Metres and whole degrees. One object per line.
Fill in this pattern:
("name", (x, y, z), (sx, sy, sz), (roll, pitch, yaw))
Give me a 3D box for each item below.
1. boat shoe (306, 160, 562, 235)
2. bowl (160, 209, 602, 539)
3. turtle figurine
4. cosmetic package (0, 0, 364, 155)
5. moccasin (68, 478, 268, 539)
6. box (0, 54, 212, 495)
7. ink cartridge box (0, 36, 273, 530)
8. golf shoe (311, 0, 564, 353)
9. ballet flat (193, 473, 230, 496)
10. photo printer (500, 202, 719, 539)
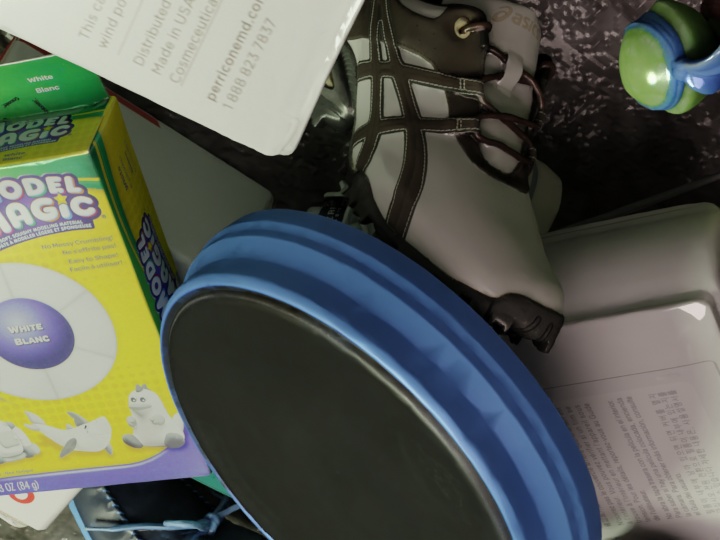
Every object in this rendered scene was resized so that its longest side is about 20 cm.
("boat shoe", (0.000, 0.000, 0.808), (0.071, 0.070, 0.201), (38, 128, -26))
("bowl", (0.001, 0.069, 0.690), (0.200, 0.039, 0.201), (32, 147, 24))
("turtle figurine", (0.172, -0.108, 0.685), (0.193, 0.200, 0.145), (-10, 84, -11))
("cosmetic package", (-0.050, -0.183, 0.591), (0.166, 0.200, 0.168), (24, 128, -9))
("moccasin", (-0.068, 0.155, 0.919), (0.200, 0.080, 0.068), (46, 131, 2))
("box", (-0.138, 0.005, 0.746), (0.117, 0.048, 0.201), (-7, 123, 13))
("ink cartridge box", (-0.157, 0.013, 0.836), (0.144, 0.084, 0.200), (32, 125, -16))
("golf shoe", (0.038, -0.057, 0.684), (0.094, 0.200, 0.078), (-45, 137, 18))
("ballet flat", (-0.020, 0.107, 0.890), (0.200, 0.070, 0.069), (36, 126, -6))
("photo printer", (0.080, 0.061, 0.752), (0.199, 0.070, 0.167), (-12, 129, 26))
